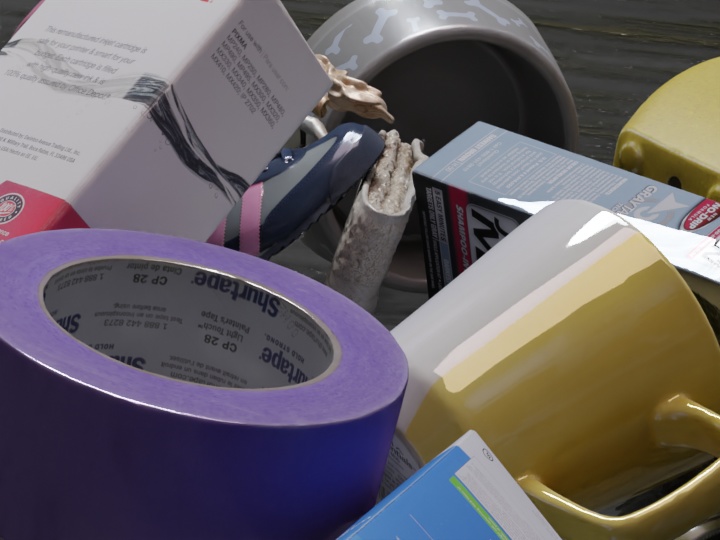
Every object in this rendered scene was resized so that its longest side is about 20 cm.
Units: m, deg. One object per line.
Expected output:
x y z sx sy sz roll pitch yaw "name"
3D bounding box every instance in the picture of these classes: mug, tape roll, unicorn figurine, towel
0.080 0.062 1.295 0.153 0.149 0.187 -29 5 -25 "mug"
-0.084 0.059 1.202 0.200 0.085 0.200 13 21 -5 "tape roll"
-0.089 -0.111 1.524 0.200 0.074 0.137 16 25 -40 "unicorn figurine"
0.000 0.000 1.513 0.034 0.133 0.200 19 18 0 "towel"

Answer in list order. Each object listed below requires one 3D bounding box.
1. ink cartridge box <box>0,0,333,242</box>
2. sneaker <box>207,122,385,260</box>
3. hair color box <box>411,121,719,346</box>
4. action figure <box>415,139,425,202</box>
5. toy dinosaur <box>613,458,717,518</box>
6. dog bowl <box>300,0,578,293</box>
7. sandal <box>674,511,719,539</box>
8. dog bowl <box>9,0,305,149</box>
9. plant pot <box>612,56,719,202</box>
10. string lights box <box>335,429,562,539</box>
-0.132 -0.061 1.363 0.145 0.200 0.084 17 -29 47 "ink cartridge box"
-0.083 -0.033 1.452 0.082 0.200 0.070 55 -4 -7 "sneaker"
0.124 0.003 1.410 0.200 0.099 0.061 21 44 36 "hair color box"
0.096 0.008 1.616 0.200 0.102 0.119 33 24 14 "action figure"
0.201 0.082 1.451 0.102 0.077 0.200 20 26 5 "toy dinosaur"
0.045 -0.076 1.679 0.200 0.200 0.059 5 22 -23 "dog bowl"
0.205 0.129 1.319 0.201 0.080 0.057 0 20 -35 "sandal"
-0.133 -0.096 1.647 0.200 0.200 0.074 22 35 30 "dog bowl"
0.260 -0.027 1.703 0.200 0.194 0.195 -6 24 -35 "plant pot"
0.028 0.144 1.099 0.103 0.059 0.200 51 23 4 "string lights box"
